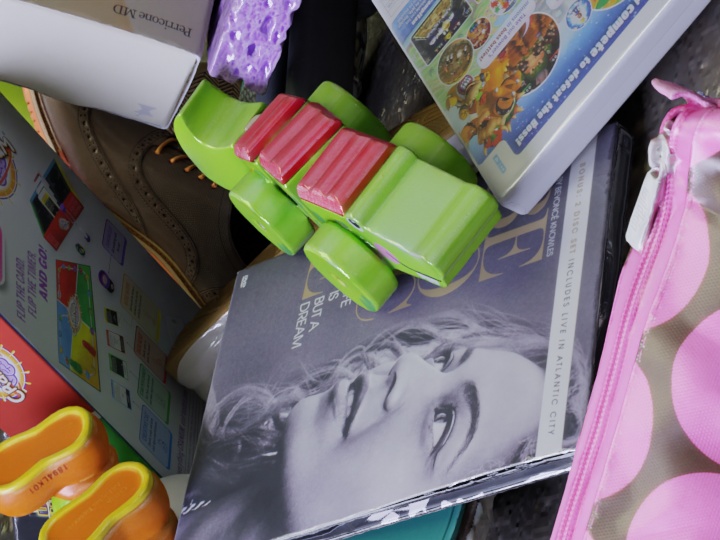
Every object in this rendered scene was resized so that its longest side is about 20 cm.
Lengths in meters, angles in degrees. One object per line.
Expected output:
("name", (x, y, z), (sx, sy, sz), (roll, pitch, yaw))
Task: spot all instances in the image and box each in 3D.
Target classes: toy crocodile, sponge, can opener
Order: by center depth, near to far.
("toy crocodile", (-0.011, -0.038, 0.878), (0.068, 0.062, 0.200), (-49, 31, -6))
("sponge", (-0.041, -0.173, 1.015), (0.200, 0.030, 0.112), (-98, 28, -60))
("can opener", (-0.014, -0.113, 1.029), (0.053, 0.066, 0.201), (-41, 32, 44))

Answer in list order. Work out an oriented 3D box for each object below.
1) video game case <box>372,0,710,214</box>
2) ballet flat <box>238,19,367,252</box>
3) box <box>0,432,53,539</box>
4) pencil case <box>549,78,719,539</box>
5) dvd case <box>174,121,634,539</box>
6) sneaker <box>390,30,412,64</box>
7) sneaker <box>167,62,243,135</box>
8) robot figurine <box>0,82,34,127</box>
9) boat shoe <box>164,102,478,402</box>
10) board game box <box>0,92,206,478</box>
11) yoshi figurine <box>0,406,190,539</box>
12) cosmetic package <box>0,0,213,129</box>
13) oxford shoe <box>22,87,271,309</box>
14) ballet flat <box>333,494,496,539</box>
("video game case", (0.065, -0.137, 0.871), (0.143, 0.018, 0.200), (-50, 42, 21))
("ballet flat", (-0.038, -0.059, 1.145), (0.072, 0.072, 0.201), (-96, 29, -45))
("box", (-0.152, 0.165, 1.144), (0.200, 0.049, 0.200), (-155, 58, -81))
("pencil case", (0.104, 0.048, 0.640), (0.091, 0.093, 0.202), (-164, 89, -69))
("dvd case", (0.014, 0.033, 0.849), (0.199, 0.016, 0.149), (-20, 43, 35))
("sneaker", (0.036, -0.169, 1.006), (0.098, 0.070, 0.202), (129, 146, -60))
("sneaker", (-0.111, -0.015, 1.275), (0.108, 0.070, 0.201), (-36, 46, 57))
("robot figurine", (-0.181, -0.052, 1.325), (0.175, 0.200, 0.116), (-33, 69, 3))
("boat shoe", (0.000, 0.000, 0.990), (0.200, 0.069, 0.071), (-41, 10, 26))
("board game box", (-0.141, 0.014, 0.997), (0.040, 0.200, 0.153), (-31, 29, 18))
("yoshi figurine", (-0.096, 0.158, 0.944), (0.111, 0.200, 0.113), (-6, 47, 24))
("cosmetic package", (-0.111, -0.178, 1.020), (0.071, 0.104, 0.201), (127, 154, -59))
("oxford shoe", (-0.089, -0.044, 1.108), (0.073, 0.200, 0.071), (-35, 10, 37))
("ballet flat", (0.027, 0.066, 0.878), (0.201, 0.071, 0.072), (-94, 28, -46))
